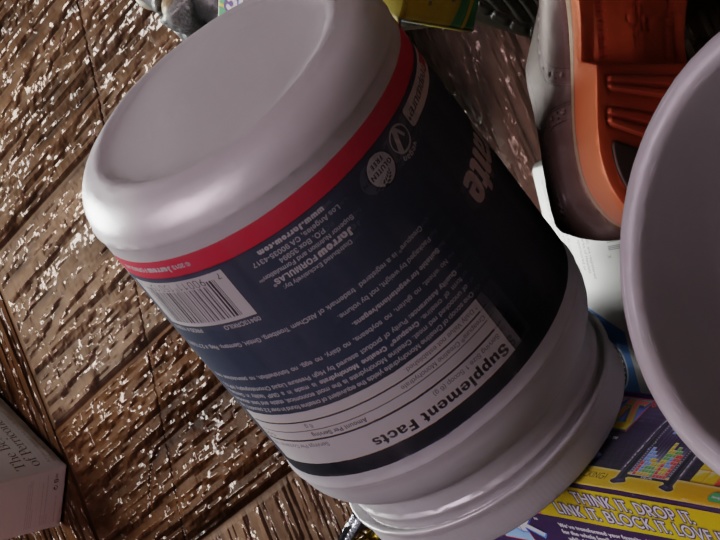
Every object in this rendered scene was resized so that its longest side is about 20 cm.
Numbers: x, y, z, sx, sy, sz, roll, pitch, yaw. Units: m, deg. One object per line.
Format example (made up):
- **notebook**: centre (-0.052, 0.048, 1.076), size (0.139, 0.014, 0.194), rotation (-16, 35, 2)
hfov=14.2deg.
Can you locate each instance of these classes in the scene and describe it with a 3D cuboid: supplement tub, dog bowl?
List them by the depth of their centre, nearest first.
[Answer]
- **dog bowl**: centre (0.171, -0.006, 0.991), size (0.200, 0.059, 0.201), rotation (-4, 85, 45)
- **supplement tub**: centre (0.000, 0.000, 1.124), size (0.140, 0.140, 0.200), rotation (6, 141, 54)

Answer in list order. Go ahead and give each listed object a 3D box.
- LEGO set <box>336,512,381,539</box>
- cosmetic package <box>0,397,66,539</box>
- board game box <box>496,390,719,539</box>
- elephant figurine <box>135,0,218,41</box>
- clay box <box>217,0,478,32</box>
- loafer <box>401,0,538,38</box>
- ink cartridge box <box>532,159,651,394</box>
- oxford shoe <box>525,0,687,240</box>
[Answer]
- **LEGO set**: centre (0.007, 0.181, 1.380), size (0.200, 0.116, 0.154), rotation (63, 144, 18)
- **cosmetic package**: centre (-0.267, 0.093, 1.775), size (0.200, 0.082, 0.051), rotation (39, 132, 40)
- **board game box**: centre (0.140, 0.126, 1.165), size (0.200, 0.057, 0.166), rotation (6, 135, 54)
- **elephant figurine**: centre (-0.041, -0.109, 1.348), size (0.141, 0.155, 0.201), rotation (-20, 55, 23)
- **clay box**: centre (0.006, -0.179, 1.187), size (0.115, 0.048, 0.201), rotation (17, 100, 44)
- **loafer**: centre (0.057, -0.144, 1.228), size (0.199, 0.068, 0.076), rotation (7, 145, 38)
- **ink cartridge box**: centre (0.161, -0.007, 1.135), size (0.200, 0.067, 0.117), rotation (-11, 93, 57)
- **oxford shoe**: centre (0.089, -0.110, 1.120), size (0.073, 0.071, 0.201), rotation (-20, 67, 59)
